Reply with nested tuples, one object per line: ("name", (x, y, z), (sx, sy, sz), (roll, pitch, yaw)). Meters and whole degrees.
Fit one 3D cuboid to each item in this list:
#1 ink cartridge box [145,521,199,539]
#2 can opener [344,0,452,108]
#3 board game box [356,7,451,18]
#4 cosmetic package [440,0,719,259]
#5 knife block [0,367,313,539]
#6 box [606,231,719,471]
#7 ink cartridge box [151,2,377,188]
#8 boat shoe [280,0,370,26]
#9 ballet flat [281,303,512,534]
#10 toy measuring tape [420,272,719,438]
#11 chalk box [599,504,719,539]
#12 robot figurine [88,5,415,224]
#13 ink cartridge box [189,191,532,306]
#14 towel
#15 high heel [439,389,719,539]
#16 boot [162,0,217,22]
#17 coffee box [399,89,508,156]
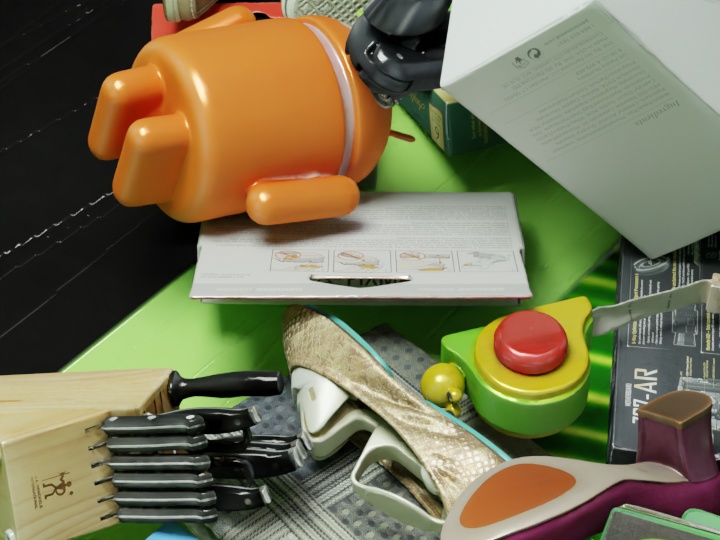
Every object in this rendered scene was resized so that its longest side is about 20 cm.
("ink cartridge box", (-0.061, 0.229, 0.976), (0.199, 0.068, 0.116), (31, 53, 26))
("can opener", (0.060, -0.140, 1.199), (0.199, 0.079, 0.064), (-10, 64, -55))
("board game box", (0.106, -0.178, 1.337), (0.199, 0.030, 0.096), (-20, 34, -19))
("cosmetic package", (0.164, -0.152, 1.170), (0.200, 0.123, 0.200), (35, 47, -30))
("knife block", (-0.133, 0.091, 1.074), (0.175, 0.065, 0.200), (-14, 16, -31))
("box", (0.231, 0.053, 1.170), (0.159, 0.044, 0.201), (5, 46, 5))
("ink cartridge box", (-0.071, -0.138, 1.353), (0.159, 0.047, 0.201), (-1, 47, -3))
("boat shoe", (0.031, -0.204, 1.385), (0.199, 0.075, 0.062), (-5, 39, -24))
("ballet flat", (0.007, 0.089, 1.080), (0.065, 0.071, 0.200), (-38, 52, -23))
("toy measuring tape", (0.131, 0.051, 1.106), (0.199, 0.074, 0.074), (-13, 47, -14))
("chalk box", (0.163, 0.209, 0.962), (0.124, 0.125, 0.200), (16, 46, 16))
("robot figurine", (-0.066, -0.097, 1.200), (0.199, 0.118, 0.144), (-12, 18, -29))
("ink cartridge box", (0.000, 0.000, 1.178), (0.198, 0.045, 0.176), (0, 23, 0))
("towel", (0.006, 0.129, 1.108), (0.192, 0.035, 0.200), (-28, 50, -29))
("high heel", (0.122, 0.140, 1.023), (0.199, 0.097, 0.067), (-19, 25, -32))
("boot", (-0.052, -0.234, 1.426), (0.154, 0.072, 0.200), (13, 37, 11))
("coffee box", (0.128, -0.140, 1.340), (0.199, 0.044, 0.123), (-14, 32, -14))
